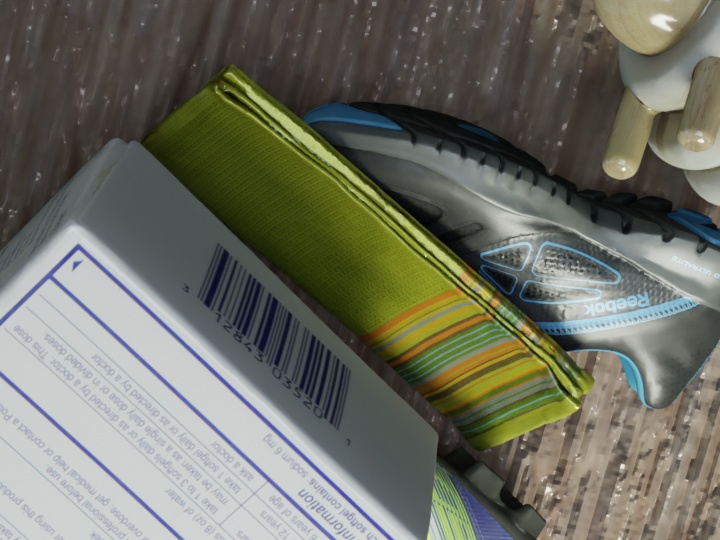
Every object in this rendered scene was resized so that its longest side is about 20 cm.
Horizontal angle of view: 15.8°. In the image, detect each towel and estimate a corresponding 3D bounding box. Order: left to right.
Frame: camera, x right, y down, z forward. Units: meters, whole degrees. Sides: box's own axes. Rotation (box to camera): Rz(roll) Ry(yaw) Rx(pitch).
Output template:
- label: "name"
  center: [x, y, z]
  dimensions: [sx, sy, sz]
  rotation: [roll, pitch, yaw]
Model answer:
- label: "towel"
  center: [0.000, 0.000, 1.060]
  dimensions: [0.200, 0.086, 0.018]
  rotation: [41, 55, -11]

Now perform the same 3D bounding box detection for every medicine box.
- label: "medicine box"
  center: [-0.102, 0.087, 1.008]
  dimensions: [0.182, 0.103, 0.200]
  rotation: [44, 109, -12]

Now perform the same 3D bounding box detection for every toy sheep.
- label: "toy sheep"
  center: [0.174, -0.077, 1.031]
  dimensions: [0.199, 0.138, 0.138]
  rotation: [30, 98, -24]

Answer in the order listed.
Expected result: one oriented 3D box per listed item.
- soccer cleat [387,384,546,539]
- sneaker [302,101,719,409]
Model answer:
- label: "soccer cleat"
  center: [-0.013, 0.082, 1.077]
  dimensions: [0.200, 0.065, 0.084]
  rotation: [39, 86, -12]
- label: "sneaker"
  center: [0.061, -0.008, 1.063]
  dimensions: [0.199, 0.073, 0.082]
  rotation: [23, 103, -6]
